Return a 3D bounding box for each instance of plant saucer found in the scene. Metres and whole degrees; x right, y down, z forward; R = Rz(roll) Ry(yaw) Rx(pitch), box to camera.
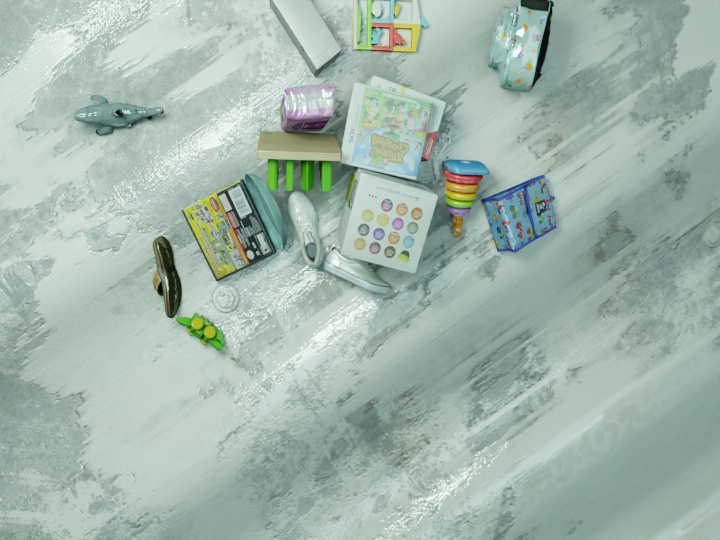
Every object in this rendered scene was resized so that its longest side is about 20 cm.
[{"bbox_3d":[-0.227,-0.147,1.372,0.027,0.199,0.205,-27,102,-16],"label":"plant saucer"}]

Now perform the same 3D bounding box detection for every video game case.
[{"bbox_3d":[-0.334,-0.100,1.430,0.176,0.026,0.205,-23,102,8],"label":"video game case"},{"bbox_3d":[0.060,-0.328,1.328,0.193,0.022,0.188,10,104,-9],"label":"video game case"}]

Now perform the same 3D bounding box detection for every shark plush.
[{"bbox_3d":[-0.573,-0.365,1.340,0.193,0.083,0.094,7,98,-10],"label":"shark plush"}]

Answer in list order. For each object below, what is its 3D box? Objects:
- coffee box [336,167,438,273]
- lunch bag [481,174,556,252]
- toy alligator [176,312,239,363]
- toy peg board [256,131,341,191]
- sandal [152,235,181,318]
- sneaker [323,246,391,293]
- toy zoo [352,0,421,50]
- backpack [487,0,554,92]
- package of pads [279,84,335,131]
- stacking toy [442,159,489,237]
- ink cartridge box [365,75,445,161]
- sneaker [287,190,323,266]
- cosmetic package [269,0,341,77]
[{"bbox_3d":[0.058,-0.135,1.403,0.193,0.201,0.204,14,105,-10],"label":"coffee box"},{"bbox_3d":[0.452,-0.159,1.539,0.195,0.094,0.155,-24,101,-17],"label":"lunch bag"},{"bbox_3d":[-0.389,0.166,1.469,0.198,0.059,0.055,37,52,-12],"label":"toy alligator"},{"bbox_3d":[-0.152,-0.267,1.373,0.193,0.200,0.101,1,116,-9],"label":"toy peg board"},{"bbox_3d":[-0.500,0.018,1.416,0.053,0.082,0.207,-8,102,10],"label":"sandal"},{"bbox_3d":[0.000,0.000,1.490,0.195,0.073,0.073,23,98,-11],"label":"sneaker"},{"bbox_3d":[0.077,-0.630,1.430,0.193,0.020,0.136,0,99,-8],"label":"toy zoo"},{"bbox_3d":[0.399,-0.560,1.415,0.148,0.176,0.208,4,100,8],"label":"backpack"},{"bbox_3d":[-0.131,-0.386,1.346,0.116,0.200,0.079,-5,95,-11],"label":"package of pads"},{"bbox_3d":[0.266,-0.188,1.499,0.106,0.117,0.207,-1,113,-13],"label":"stacking toy"},{"bbox_3d":[0.089,-0.377,1.408,0.194,0.145,0.150,16,98,-10],"label":"ink cartridge box"},{"bbox_3d":[-0.136,-0.106,1.446,0.072,0.087,0.206,-19,100,-3],"label":"sneaker"},{"bbox_3d":[-0.135,-0.591,1.361,0.089,0.107,0.202,-38,101,0],"label":"cosmetic package"}]
